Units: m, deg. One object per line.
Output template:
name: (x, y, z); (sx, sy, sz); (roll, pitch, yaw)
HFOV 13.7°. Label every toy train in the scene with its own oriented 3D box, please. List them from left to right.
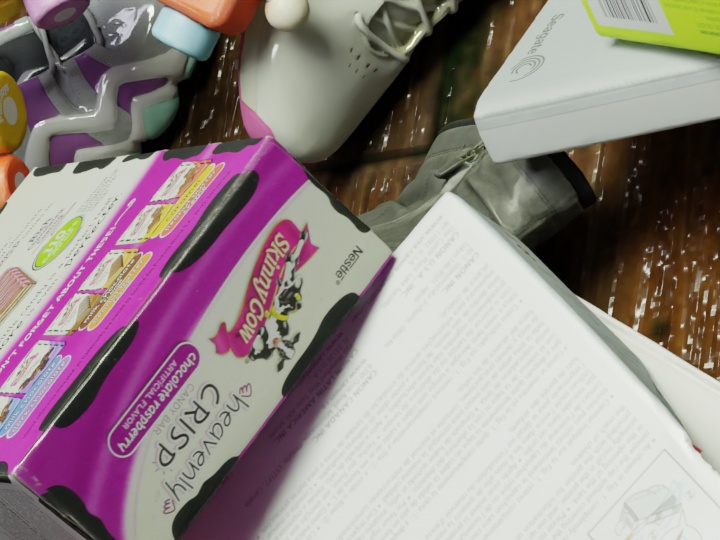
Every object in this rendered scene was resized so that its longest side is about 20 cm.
toy train: (-0.120, -0.078, 1.113); (0.150, 0.056, 0.200); (34, 98, 23)

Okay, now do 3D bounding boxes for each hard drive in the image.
hard drive: (0.148, -0.095, 0.993); (0.200, 0.027, 0.132); (-11, 29, 36)

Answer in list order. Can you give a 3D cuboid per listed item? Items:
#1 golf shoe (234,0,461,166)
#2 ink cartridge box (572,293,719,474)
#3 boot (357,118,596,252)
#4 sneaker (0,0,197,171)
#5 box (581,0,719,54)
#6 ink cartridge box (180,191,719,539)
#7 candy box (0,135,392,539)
golf shoe: (0.022, -0.128, 1.134); (0.092, 0.075, 0.200); (20, 82, 42)
ink cartridge box: (0.051, 0.115, 0.962); (0.147, 0.083, 0.200); (33, 90, 46)
boot: (0.000, 0.000, 1.094); (0.131, 0.068, 0.200); (-47, 24, -19)
sneaker: (-0.165, -0.072, 1.211); (0.200, 0.140, 0.078); (-48, 40, 9)
box: (0.173, -0.140, 0.963); (0.200, 0.048, 0.122); (-37, 25, -20)
ink cartridge box: (0.036, 0.095, 0.900); (0.163, 0.057, 0.200); (-49, 53, 8)
candy box: (-0.091, 0.029, 0.991); (0.136, 0.061, 0.200); (-53, 22, -18)
